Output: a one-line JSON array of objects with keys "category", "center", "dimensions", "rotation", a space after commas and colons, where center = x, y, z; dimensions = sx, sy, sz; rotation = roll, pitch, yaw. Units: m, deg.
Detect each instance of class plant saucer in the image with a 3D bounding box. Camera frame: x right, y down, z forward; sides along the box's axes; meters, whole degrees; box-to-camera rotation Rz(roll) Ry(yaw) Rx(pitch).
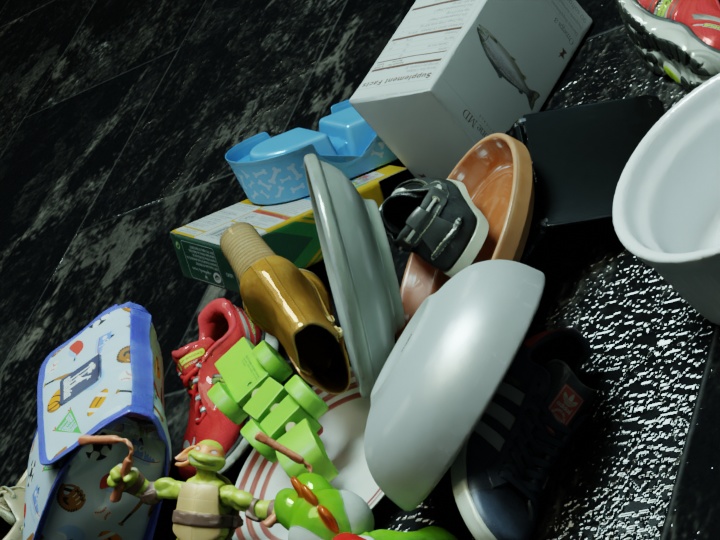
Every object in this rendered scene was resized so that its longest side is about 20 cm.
[{"category": "plant saucer", "center": [0.088, -0.015, 1.528], "dimensions": [0.201, 0.032, 0.201], "rotation": [-57, 19, 31]}, {"category": "plant saucer", "center": [0.000, 0.000, 1.498], "dimensions": [0.050, 0.201, 0.200], "rotation": [-14, 30, -2]}]

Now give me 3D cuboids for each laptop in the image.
[{"category": "laptop", "center": [0.168, -0.045, 1.554], "dimensions": [0.200, 0.103, 0.178], "rotation": [-59, 18, 29]}]

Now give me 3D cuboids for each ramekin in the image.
[{"category": "ramekin", "center": [0.287, -0.053, 1.315], "dimensions": [0.200, 0.098, 0.201], "rotation": [-32, 31, 21]}]

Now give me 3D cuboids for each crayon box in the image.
[{"category": "crayon box", "center": [-0.061, -0.044, 1.752], "dimensions": [0.199, 0.052, 0.126], "rotation": [-25, 20, -25]}]

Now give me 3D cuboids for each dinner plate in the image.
[{"category": "dinner plate", "center": [-0.024, 0.158, 1.513], "dimensions": [0.200, 0.024, 0.201], "rotation": [-33, 29, 21]}]

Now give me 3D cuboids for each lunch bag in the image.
[{"category": "lunch bag", "center": [-0.222, 0.149, 1.602], "dimensions": [0.170, 0.123, 0.201], "rotation": [-103, 32, -56]}]

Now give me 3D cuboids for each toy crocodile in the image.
[{"category": "toy crocodile", "center": [-0.071, 0.113, 1.533], "dimensions": [0.068, 0.062, 0.200], "rotation": [-45, 32, -2]}]

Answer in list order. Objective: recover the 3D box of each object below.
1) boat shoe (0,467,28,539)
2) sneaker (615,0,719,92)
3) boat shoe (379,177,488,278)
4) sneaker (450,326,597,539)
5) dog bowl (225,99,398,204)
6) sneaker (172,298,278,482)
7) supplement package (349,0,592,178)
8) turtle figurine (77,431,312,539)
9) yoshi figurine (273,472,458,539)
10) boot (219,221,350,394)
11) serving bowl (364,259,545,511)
[{"category": "boat shoe", "center": [-0.322, 0.233, 1.755], "dimensions": [0.072, 0.065, 0.201], "rotation": [-19, 37, 39]}, {"category": "sneaker", "center": [0.280, -0.208, 1.583], "dimensions": [0.085, 0.077, 0.200], "rotation": [-32, 35, -3]}, {"category": "boat shoe", "center": [0.048, -0.048, 1.528], "dimensions": [0.072, 0.067, 0.200], "rotation": [-63, 14, 6]}, {"category": "sneaker", "center": [0.123, 0.113, 1.324], "dimensions": [0.084, 0.075, 0.201], "rotation": [-30, 30, 33]}, {"category": "dog bowl", "center": [-0.031, -0.117, 1.781], "dimensions": [0.199, 0.050, 0.111], "rotation": [-23, 19, -21]}, {"category": "sneaker", "center": [-0.136, 0.106, 1.648], "dimensions": [0.077, 0.085, 0.201], "rotation": [-28, 31, 29]}, {"category": "supplement package", "center": [0.104, -0.193, 1.727], "dimensions": [0.117, 0.117, 0.200], "rotation": [-3, 48, 50]}, {"category": "turtle figurine", "center": [-0.135, 0.201, 1.471], "dimensions": [0.199, 0.064, 0.162], "rotation": [6, 85, 15]}, {"category": "yoshi figurine", "center": [0.008, 0.223, 1.337], "dimensions": [0.200, 0.112, 0.113], "rotation": [44, 128, 49]}, {"category": "boot", "center": [-0.047, 0.054, 1.574], "dimensions": [0.071, 0.201, 0.144], "rotation": [-36, 56, 1]}, {"category": "serving bowl", "center": [0.056, 0.072, 1.354], "dimensions": [0.201, 0.066, 0.200], "rotation": [-59, 2, 3]}]
